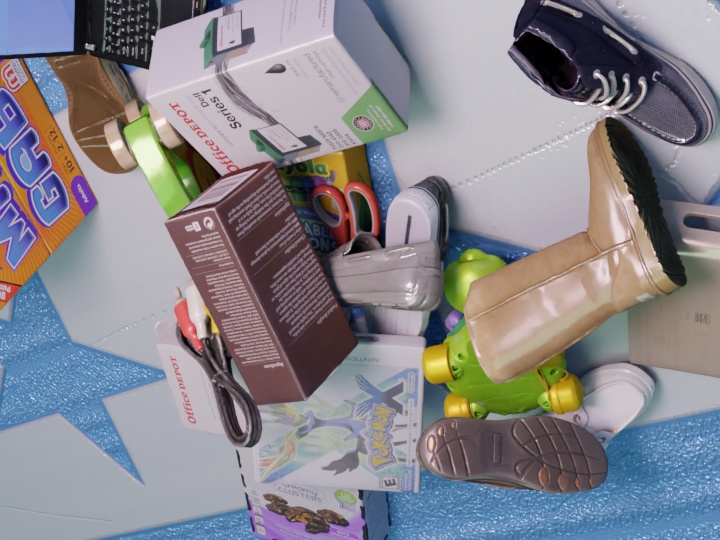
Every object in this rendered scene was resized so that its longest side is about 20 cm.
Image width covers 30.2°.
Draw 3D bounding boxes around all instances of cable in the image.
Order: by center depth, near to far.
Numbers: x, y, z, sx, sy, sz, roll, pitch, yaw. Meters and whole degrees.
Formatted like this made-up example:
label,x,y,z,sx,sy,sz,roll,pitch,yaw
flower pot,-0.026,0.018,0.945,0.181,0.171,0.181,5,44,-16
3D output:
label,x,y,z,sx,sy,sz,roll,pitch,yaw
cable,-0.155,0.093,1.360,0.050,0.202,0.097,17,140,-43

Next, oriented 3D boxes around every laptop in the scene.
label,x,y,z,sx,sy,sz,roll,pitch,yaw
laptop,-0.248,-0.269,1.231,0.197,0.103,0.180,16,117,16

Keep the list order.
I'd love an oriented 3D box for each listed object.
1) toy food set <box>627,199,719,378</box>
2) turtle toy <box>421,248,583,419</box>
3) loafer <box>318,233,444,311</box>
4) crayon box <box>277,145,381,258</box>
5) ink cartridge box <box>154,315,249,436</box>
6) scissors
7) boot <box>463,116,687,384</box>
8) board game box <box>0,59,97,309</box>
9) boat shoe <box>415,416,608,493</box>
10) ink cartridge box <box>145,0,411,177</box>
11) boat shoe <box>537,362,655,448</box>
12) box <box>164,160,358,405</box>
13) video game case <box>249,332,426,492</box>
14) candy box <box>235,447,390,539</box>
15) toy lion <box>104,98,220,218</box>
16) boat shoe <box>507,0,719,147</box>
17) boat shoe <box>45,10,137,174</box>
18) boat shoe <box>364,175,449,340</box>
label,x,y,z,sx,sy,sz,roll,pitch,yaw
toy food set,0.321,0.023,1.225,0.142,0.061,0.202,9,138,22
turtle toy,0.135,0.068,1.318,0.144,0.102,0.201,-10,135,19
loafer,0.000,0.000,1.292,0.198,0.071,0.070,2,172,39
crayon box,-0.054,-0.080,1.347,0.124,0.052,0.202,8,129,24
ink cartridge box,-0.121,0.100,1.481,0.197,0.126,0.130,8,130,24
scissors,-0.005,-0.005,1.336,0.072,0.014,0.202,6,128,22
boot,0.172,-0.017,1.186,0.199,0.177,0.066,-29,152,33
board game box,-0.452,-0.091,1.458,0.198,0.201,0.202,-4,125,31
boat shoe,0.148,0.180,1.328,0.197,0.076,0.073,11,168,-12
ink cartridge box,-0.073,-0.170,1.206,0.198,0.085,0.146,-14,144,26
boat shoe,0.228,0.167,1.380,0.071,0.070,0.200,38,135,-4
box,-0.089,0.013,1.238,0.074,0.100,0.202,-12,111,39
video game case,-0.025,0.147,1.382,0.179,0.022,0.202,3,126,4
candy box,-0.058,0.248,1.608,0.166,0.072,0.202,11,131,21
toy lion,-0.168,-0.084,1.320,0.068,0.200,0.193,-25,104,7
boat shoe,0.206,-0.154,1.108,0.199,0.093,0.075,37,135,-2
boat shoe,-0.271,-0.192,1.379,0.072,0.063,0.202,-5,129,11
boat shoe,0.057,-0.002,1.333,0.072,0.071,0.202,31,132,21
